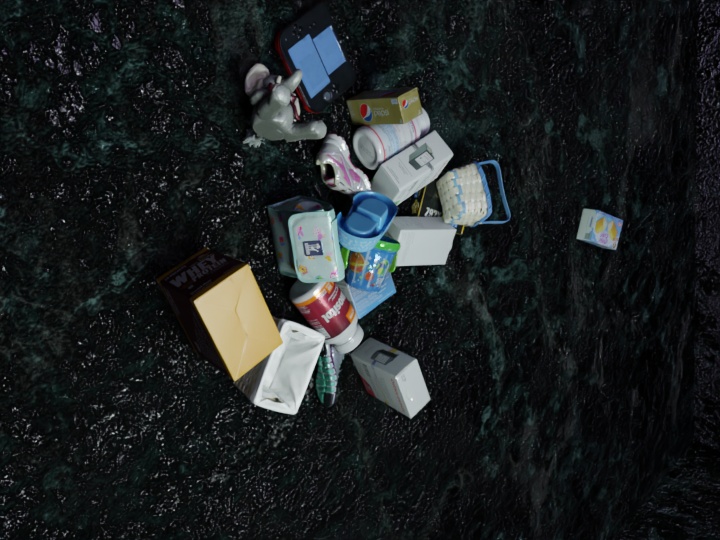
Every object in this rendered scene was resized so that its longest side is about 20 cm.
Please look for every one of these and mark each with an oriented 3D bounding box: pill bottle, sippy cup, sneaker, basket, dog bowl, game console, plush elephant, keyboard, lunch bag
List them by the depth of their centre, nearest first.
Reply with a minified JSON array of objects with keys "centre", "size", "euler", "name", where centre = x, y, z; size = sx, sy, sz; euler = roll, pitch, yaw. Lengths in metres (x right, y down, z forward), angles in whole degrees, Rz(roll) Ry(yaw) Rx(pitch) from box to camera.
[{"centre":[-0.173,-0.365,1.347],"size":[0.163,0.197,0.159],"euler":[29,59,-41],"name":"plush elephant"},{"centre":[-0.115,-0.070,1.424],"size":[0.120,0.198,0.175],"euler":[-22,114,-34],"name":"lunch bag"},{"centre":[0.012,-0.112,1.450],"size":[0.201,0.109,0.050],"euler":[-53,163,-49],"name":"dog bowl"},{"centre":[-0.100,-0.491,1.450],"size":[0.177,0.031,0.203],"euler":[-44,125,-24],"name":"game console"},{"centre":[-0.195,0.214,1.474],"size":[0.134,0.122,0.204],"euler":[26,84,-41],"name":"basket"},{"centre":[-0.048,-0.223,1.506],"size":[0.089,0.080,0.202],"euler":[-49,119,-25],"name":"sneaker"},{"centre":[-0.077,0.102,1.521],"size":[0.113,0.112,0.202],"euler":[-47,118,-21],"name":"pill bottle"},{"centre":[0.019,-0.022,1.526],"size":[0.173,0.140,0.134],"euler":[12,101,-15],"name":"sippy cup"},{"centre":[-0.067,-0.208,1.551],"size":[0.127,0.020,0.203],"euler":[-44,124,-31],"name":"keyboard"},{"centre":[0.082,-0.346,1.587],"size":[0.198,0.108,0.111],"euler":[-34,120,-30],"name":"pill bottle"},{"centre":[-0.068,0.252,1.626],"size":[0.086,0.073,0.206],"euler":[-13,108,-42],"name":"sneaker"},{"centre":[0.314,-0.213,1.717],"size":[0.195,0.139,0.181],"euler":[-7,79,-18],"name":"basket"}]

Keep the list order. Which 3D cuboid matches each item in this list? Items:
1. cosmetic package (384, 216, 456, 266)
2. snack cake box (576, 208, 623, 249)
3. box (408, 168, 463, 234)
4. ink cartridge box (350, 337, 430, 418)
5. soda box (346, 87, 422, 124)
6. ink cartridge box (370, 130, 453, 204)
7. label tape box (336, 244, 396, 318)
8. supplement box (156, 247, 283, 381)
[{"centre":[0.154,-0.080,1.696],"size":[0.196,0.081,0.115],"euler":[-2,122,-35],"name":"cosmetic package"},{"centre":[0.904,-0.154,2.355],"size":[0.197,0.066,0.118],"euler":[10,93,-41],"name":"snack cake box"},{"centre":[0.234,-0.204,1.790],"size":[0.197,0.049,0.164],"euler":[14,93,-41],"name":"box"},{"centre":[0.079,0.284,1.671],"size":[0.085,0.198,0.150],"euler":[-36,122,-26],"name":"ink cartridge box"},{"centre":[0.054,-0.391,1.492],"size":[0.067,0.198,0.065],"euler":[-33,119,-29],"name":"soda box"},{"centre":[0.125,-0.251,1.607],"size":[0.198,0.146,0.085],"euler":[-35,83,-25],"name":"ink cartridge box"},{"centre":[0.000,0.000,1.628],"size":[0.142,0.065,0.204],"euler":[-32,113,-30],"name":"label tape box"},{"centre":[-0.295,0.085,1.307],"size":[0.132,0.198,0.201],"euler":[-36,121,-27],"name":"supplement box"}]
